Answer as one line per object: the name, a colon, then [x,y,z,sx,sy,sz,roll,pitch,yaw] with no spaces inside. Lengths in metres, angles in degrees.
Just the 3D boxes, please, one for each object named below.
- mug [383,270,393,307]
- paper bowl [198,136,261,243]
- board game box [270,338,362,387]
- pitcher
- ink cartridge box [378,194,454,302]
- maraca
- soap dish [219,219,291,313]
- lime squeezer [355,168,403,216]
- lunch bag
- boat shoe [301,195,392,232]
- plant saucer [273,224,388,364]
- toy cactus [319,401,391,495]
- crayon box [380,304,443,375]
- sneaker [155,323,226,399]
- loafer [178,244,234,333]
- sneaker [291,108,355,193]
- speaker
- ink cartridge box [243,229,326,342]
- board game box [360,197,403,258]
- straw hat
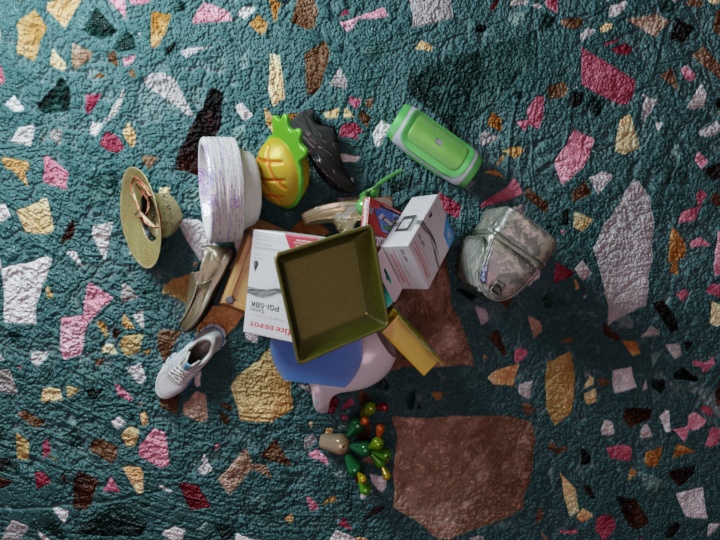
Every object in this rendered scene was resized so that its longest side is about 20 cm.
mug: [0.000,0.011,1.101,0.184,0.114,0.154,-25,97,-41]
paper bowl: [-0.256,-0.158,1.034,0.103,0.200,0.204,-6,97,-23]
board game box: [-0.086,0.149,1.079,0.197,0.039,0.161,4,95,14]
pitcher: [-0.038,0.182,1.130,0.199,0.121,0.173,-34,83,12]
ink cartridge box: [0.112,-0.044,1.057,0.201,0.066,0.117,-58,132,-36]
maraca: [-0.152,-0.213,1.051,0.106,0.201,0.137,-28,66,-37]
soap dish: [-0.195,0.008,1.112,0.155,0.081,0.203,21,94,-5]
lime squeezer: [0.031,-0.142,1.067,0.070,0.038,0.202,21,66,-3]
lunch bag: [0.282,-0.026,1.075,0.138,0.200,0.169,32,93,-5]
boat shoe: [-0.025,-0.110,1.112,0.197,0.074,0.070,-9,91,-3]
plant saucer: [-0.054,0.036,0.946,0.198,0.048,0.203,-19,108,-28]
toy cactus: [-0.008,0.384,1.170,0.162,0.102,0.203,5,99,15]
crayon box: [0.093,0.136,1.080,0.051,0.200,0.127,-43,97,2]
sneaker: [-0.372,0.198,1.121,0.075,0.087,0.200,41,94,-8]
loafer: [-0.335,0.034,1.115,0.067,0.076,0.202,27,84,-5]
sneaker: [-0.071,-0.250,1.098,0.091,0.076,0.200,-42,100,-6]
speaker: [0.154,-0.259,1.101,0.199,0.088,0.089,33,94,-6]
ink cartridge box: [-0.136,0.030,1.013,0.145,0.083,0.203,8,95,18]
board game box: [0.066,-0.071,1.068,0.019,0.199,0.105,1,81,37]
straw hat: [-0.414,-0.112,1.082,0.084,0.199,0.204,-16,99,-44]
